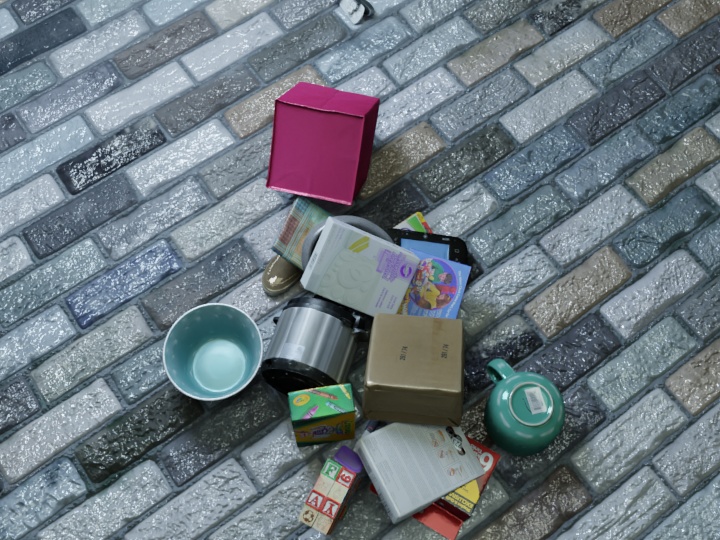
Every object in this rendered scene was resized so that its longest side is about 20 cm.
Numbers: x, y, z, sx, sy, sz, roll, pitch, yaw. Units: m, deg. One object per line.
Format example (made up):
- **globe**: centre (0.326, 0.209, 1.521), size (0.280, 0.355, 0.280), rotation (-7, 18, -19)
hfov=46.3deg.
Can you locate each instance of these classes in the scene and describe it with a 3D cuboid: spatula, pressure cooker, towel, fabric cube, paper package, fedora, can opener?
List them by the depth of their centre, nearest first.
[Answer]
- **paper package**: centre (0.105, 0.190, 1.616), size (0.188, 0.104, 0.201), rotation (5, 39, 3)
- **spatula**: centre (0.007, 0.325, 1.629), size (0.056, 0.021, 0.200), rotation (35, 35, 5)
- **pressure cooker**: centre (-0.089, 0.145, 1.674), size (0.175, 0.179, 0.202), rotation (26, 62, -15)
- **fedora**: centre (-0.030, -0.029, 1.740), size (0.198, 0.090, 0.179), rotation (13, 101, -15)
- **towel**: centre (-0.081, -0.052, 1.797), size (0.199, 0.022, 0.148), rotation (34, 65, -23)
- **fabric cube**: centre (-0.080, -0.277, 1.818), size (0.198, 0.198, 0.200), rotation (13, 24, 6)
- **can opener**: centre (-0.043, -0.706, 2.144), size (0.066, 0.053, 0.201), rotation (-17, 64, -46)

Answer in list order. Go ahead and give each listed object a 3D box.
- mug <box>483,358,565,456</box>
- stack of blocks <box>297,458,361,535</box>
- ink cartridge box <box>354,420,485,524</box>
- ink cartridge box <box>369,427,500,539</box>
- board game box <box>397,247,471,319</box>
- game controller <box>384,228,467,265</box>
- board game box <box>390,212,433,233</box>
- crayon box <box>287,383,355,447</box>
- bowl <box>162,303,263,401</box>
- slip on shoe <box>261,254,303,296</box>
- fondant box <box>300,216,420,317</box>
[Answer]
- **mug**: centre (0.312, 0.270, 1.662), size (0.184, 0.115, 0.153), rotation (28, 68, 11)
- **stack of blocks**: centre (-0.053, 0.417, 1.541), size (0.058, 0.200, 0.116), rotation (25, 77, 10)
- **ink cartridge box**: centre (0.110, 0.355, 1.578), size (0.199, 0.050, 0.162), rotation (-19, 68, -27)
- **ink cartridge box**: centre (0.141, 0.390, 1.623), size (0.199, 0.084, 0.176), rotation (28, 69, 11)
- **board game box**: centre (0.138, 0.070, 1.748), size (0.133, 0.045, 0.202), rotation (17, 88, 4)
- **game controller**: centre (0.135, -0.030, 1.809), size (0.198, 0.042, 0.106), rotation (7, 85, -13)
- **board game box**: centre (0.077, -0.040, 1.831), size (0.199, 0.030, 0.096), rotation (-33, 95, -17)
- **crayon box**: centre (-0.071, 0.279, 1.606), size (0.117, 0.200, 0.059), rotation (-9, 65, -4)
- **bowl**: centre (-0.290, 0.178, 1.701), size (0.198, 0.105, 0.203), rotation (0, 66, 0)
- **slip on shoe**: centre (-0.139, -0.030, 1.822), size (0.200, 0.061, 0.076), rotation (-41, 72, -17)
- **fondant box**: centre (0.000, 0.000, 1.676), size (0.198, 0.058, 0.145), rotation (22, 98, -18)
